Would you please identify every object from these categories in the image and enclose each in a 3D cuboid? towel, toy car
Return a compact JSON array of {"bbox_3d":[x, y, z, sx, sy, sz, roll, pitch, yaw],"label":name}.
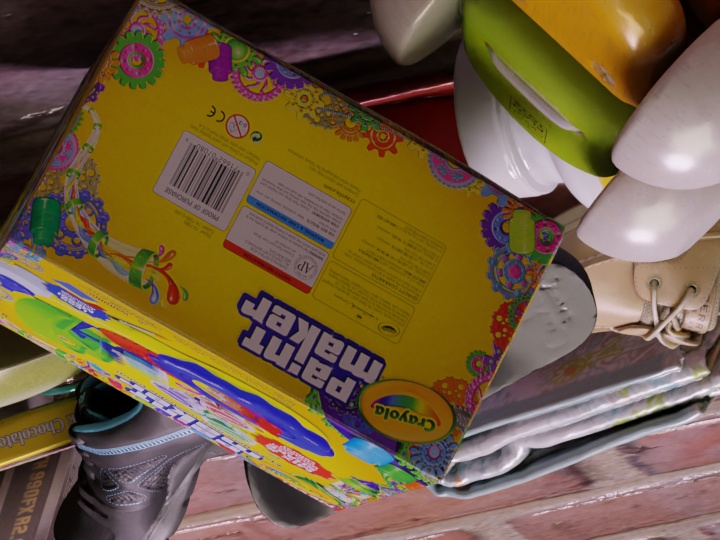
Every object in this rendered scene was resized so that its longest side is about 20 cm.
[{"bbox_3d":[0.135,0.044,1.707,0.199,0.171,0.048,-19,116,32],"label":"towel"},{"bbox_3d":[0.106,-0.115,1.196,0.150,0.175,0.200,-44,170,-16],"label":"toy car"}]

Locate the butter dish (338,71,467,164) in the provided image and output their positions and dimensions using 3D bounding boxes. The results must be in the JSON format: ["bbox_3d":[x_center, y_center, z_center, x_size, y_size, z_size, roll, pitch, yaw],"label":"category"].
[{"bbox_3d":[0.000,0.000,1.486,0.198,0.149,0.200,-10,164,5],"label":"butter dish"}]

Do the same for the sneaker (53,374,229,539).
[{"bbox_3d":[-0.111,0.078,1.456,0.081,0.074,0.200,15,138,-25],"label":"sneaker"}]

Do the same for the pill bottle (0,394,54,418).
[{"bbox_3d":[-0.274,0.075,1.649,0.199,0.112,0.111,-11,164,5],"label":"pill bottle"}]

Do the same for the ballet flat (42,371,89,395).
[{"bbox_3d":[-0.127,0.020,1.577,0.073,0.074,0.200,-15,-179,20],"label":"ballet flat"}]

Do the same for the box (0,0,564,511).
[{"bbox_3d":[-0.047,-0.002,1.282,0.199,0.123,0.193,29,167,-7],"label":"box"}]

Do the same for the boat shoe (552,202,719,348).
[{"bbox_3d":[0.153,0.001,1.463,0.199,0.065,0.072,-15,146,-21],"label":"boat shoe"}]

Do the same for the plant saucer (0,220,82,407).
[{"bbox_3d":[-0.196,0.027,1.468,0.199,0.031,0.200,-8,-158,3],"label":"plant saucer"}]

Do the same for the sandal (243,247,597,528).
[{"bbox_3d":[0.022,0.057,1.421,0.200,0.043,0.076,-37,117,18],"label":"sandal"}]

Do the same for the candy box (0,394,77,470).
[{"bbox_3d":[-0.194,0.093,1.552,0.199,0.027,0.102,-18,180,-7],"label":"candy box"}]

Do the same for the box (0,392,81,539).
[{"bbox_3d":[-0.213,0.122,1.700,0.158,0.201,0.048,-14,129,23],"label":"box"}]

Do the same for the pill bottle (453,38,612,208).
[{"bbox_3d":[0.147,-0.083,1.331,0.199,0.113,0.112,-7,166,26],"label":"pill bottle"}]
